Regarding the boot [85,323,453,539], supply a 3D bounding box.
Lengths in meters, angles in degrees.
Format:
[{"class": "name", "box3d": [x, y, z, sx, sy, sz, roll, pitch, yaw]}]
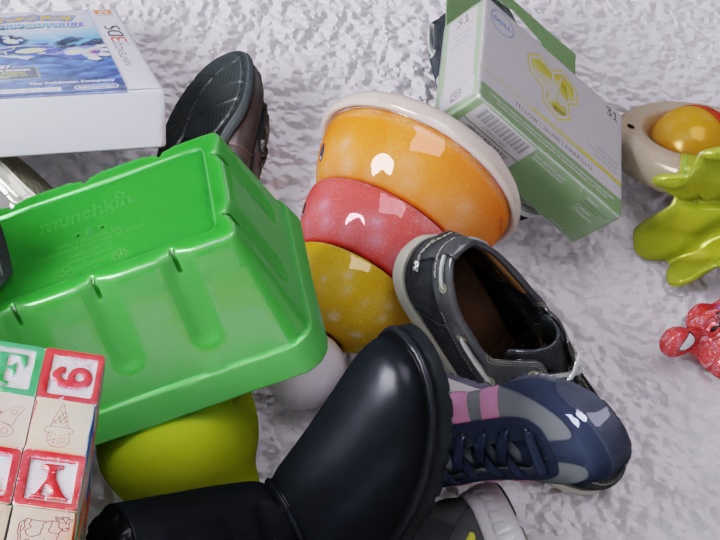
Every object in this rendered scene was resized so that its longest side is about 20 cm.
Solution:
[{"class": "boot", "box3d": [-0.051, 0.124, 0.846, 0.167, 0.201, 0.076, -5, 37, -32]}]

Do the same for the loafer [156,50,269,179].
[{"class": "loafer", "box3d": [-0.097, -0.061, 1.093, 0.072, 0.063, 0.201, -17, 42, 28]}]

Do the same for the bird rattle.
[{"class": "bird rattle", "box3d": [0.262, -0.085, 1.165, 0.200, 0.113, 0.163, -29, 46, -34]}]

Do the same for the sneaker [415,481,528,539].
[{"class": "sneaker", "box3d": [0.064, 0.197, 0.893, 0.084, 0.075, 0.200, -13, 28, -7]}]

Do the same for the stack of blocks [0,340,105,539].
[{"class": "stack of blocks", "box3d": [-0.170, 0.141, 0.812, 0.058, 0.200, 0.116, 9, 52, -6]}]

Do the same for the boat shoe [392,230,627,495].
[{"class": "boat shoe", "box3d": [0.100, 0.060, 0.982, 0.200, 0.068, 0.072, 51, 61, -15]}]

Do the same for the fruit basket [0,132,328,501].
[{"class": "fruit basket", "box3d": [-0.115, 0.052, 0.917, 0.214, 0.216, 0.156, 0, 40, -13]}]

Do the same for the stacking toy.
[{"class": "stacking toy", "box3d": [0.000, 0.000, 1.030, 0.146, 0.146, 0.200, 27, 66, 9]}]

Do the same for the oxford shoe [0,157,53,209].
[{"class": "oxford shoe", "box3d": [-0.181, 0.005, 1.017, 0.200, 0.075, 0.058, 44, 96, 12]}]

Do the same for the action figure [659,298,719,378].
[{"class": "action figure", "box3d": [0.290, 0.032, 1.108, 0.199, 0.052, 0.066, -12, 59, -19]}]

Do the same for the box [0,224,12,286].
[{"class": "box", "box3d": [-0.303, 0.005, 0.821, 0.199, 0.048, 0.159, 20, 50, 22]}]

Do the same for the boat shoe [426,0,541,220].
[{"class": "boat shoe", "box3d": [0.090, -0.112, 1.169, 0.075, 0.060, 0.201, 28, 44, -36]}]

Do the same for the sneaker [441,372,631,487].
[{"class": "sneaker", "box3d": [0.062, 0.103, 0.930, 0.082, 0.200, 0.070, -37, 111, -34]}]

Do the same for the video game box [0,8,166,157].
[{"class": "video game box", "box3d": [-0.240, -0.124, 1.063, 0.199, 0.047, 0.182, -5, 24, -17]}]

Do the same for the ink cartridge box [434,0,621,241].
[{"class": "ink cartridge box", "box3d": [0.119, -0.136, 1.129, 0.145, 0.048, 0.201, 36, 42, -28]}]
